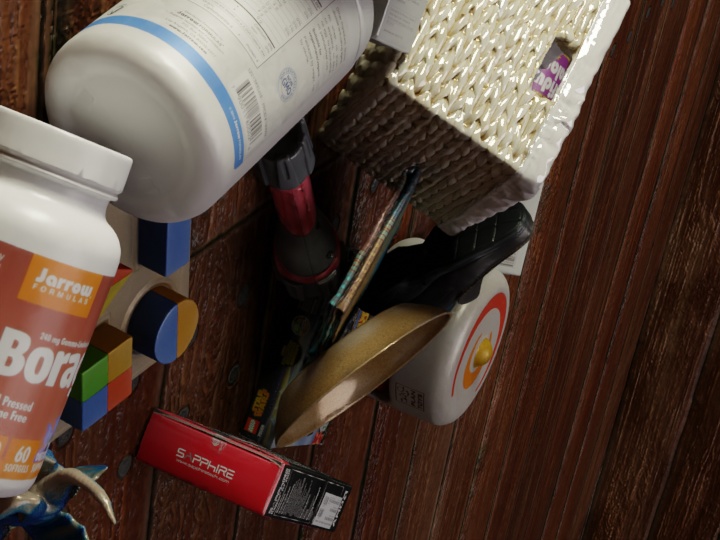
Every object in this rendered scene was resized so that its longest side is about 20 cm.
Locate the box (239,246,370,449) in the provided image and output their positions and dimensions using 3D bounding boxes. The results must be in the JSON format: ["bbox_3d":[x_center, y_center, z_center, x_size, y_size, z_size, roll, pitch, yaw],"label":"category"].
[{"bbox_3d":[-0.042,0.072,1.378,0.201,0.040,0.137,-69,159,2],"label":"box"}]

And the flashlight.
[{"bbox_3d":[-0.054,-0.051,1.184,0.068,0.068,0.200,-58,159,-24],"label":"flashlight"}]

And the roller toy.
[{"bbox_3d":[0.079,0.071,1.545,0.182,0.139,0.201,3,108,-69],"label":"roller toy"}]

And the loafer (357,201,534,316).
[{"bbox_3d":[0.088,-0.003,1.315,0.072,0.200,0.073,38,44,-28],"label":"loafer"}]

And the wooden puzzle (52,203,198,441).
[{"bbox_3d":[-0.165,0.020,0.992,0.200,0.046,0.186,-45,150,-48],"label":"wooden puzzle"}]

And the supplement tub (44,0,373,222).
[{"bbox_3d":[-0.092,-0.134,0.901,0.200,0.132,0.132,-50,153,-43],"label":"supplement tub"}]

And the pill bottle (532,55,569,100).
[{"bbox_3d":[0.153,-0.194,1.510,0.201,0.112,0.112,-69,160,0],"label":"pill bottle"}]

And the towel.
[{"bbox_3d":[0.000,0.000,1.236,0.147,0.022,0.200,-62,178,-18],"label":"towel"}]

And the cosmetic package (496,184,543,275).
[{"bbox_3d":[0.181,-0.118,1.670,0.151,0.051,0.201,-84,-175,-63],"label":"cosmetic package"}]

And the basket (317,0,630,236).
[{"bbox_3d":[0.092,-0.165,1.201,0.199,0.160,0.200,-62,-168,-18],"label":"basket"}]

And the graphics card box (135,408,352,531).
[{"bbox_3d":[-0.095,0.174,1.217,0.051,0.125,0.200,-68,161,-6],"label":"graphics card box"}]

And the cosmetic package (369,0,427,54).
[{"bbox_3d":[0.011,-0.276,1.056,0.081,0.112,0.201,-3,111,-69],"label":"cosmetic package"}]

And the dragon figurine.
[{"bbox_3d":[-0.197,0.143,0.883,0.099,0.199,0.059,37,53,-46],"label":"dragon figurine"}]

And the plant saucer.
[{"bbox_3d":[-0.006,0.087,1.282,0.200,0.035,0.200,-37,170,-8],"label":"plant saucer"}]

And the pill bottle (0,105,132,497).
[{"bbox_3d":[-0.202,0.015,0.793,0.201,0.112,0.112,-69,160,1],"label":"pill bottle"}]
